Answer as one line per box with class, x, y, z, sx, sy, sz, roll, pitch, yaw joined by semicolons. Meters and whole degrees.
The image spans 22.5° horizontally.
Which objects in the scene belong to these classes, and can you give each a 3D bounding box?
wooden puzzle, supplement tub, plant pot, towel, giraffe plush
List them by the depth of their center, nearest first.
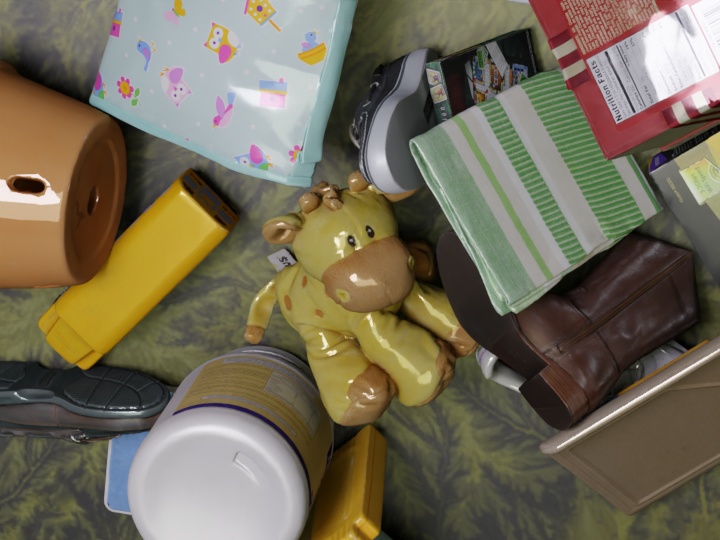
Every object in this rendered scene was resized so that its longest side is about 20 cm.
towel;0.140;-0.070;1.412;0.023;0.200;0.153;-27;93;52
giraffe plush;0.000;0.000;1.442;0.200;0.173;0.162;33;150;18
plant pot;-0.276;-0.068;1.455;0.140;0.200;0.201;11;108;11
wooden puzzle;0.258;0.121;1.477;0.185;0.200;0.037;-33;56;16
supplement tub;-0.100;0.152;1.492;0.145;0.200;0.146;2;107;8

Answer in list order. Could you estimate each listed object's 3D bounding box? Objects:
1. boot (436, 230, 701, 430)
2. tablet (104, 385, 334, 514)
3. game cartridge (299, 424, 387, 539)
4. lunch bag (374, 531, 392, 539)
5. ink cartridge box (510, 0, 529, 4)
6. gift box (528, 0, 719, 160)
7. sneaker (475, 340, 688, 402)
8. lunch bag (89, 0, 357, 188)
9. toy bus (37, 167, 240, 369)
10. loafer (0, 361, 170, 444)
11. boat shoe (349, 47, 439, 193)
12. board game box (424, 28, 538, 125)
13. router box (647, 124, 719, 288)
boot;0.174;0.005;1.454;0.187;0.200;0.064;56;147;-4
tablet;-0.127;0.170;1.614;0.199;0.014;0.131;9;108;6
game cartridge;-0.061;0.233;1.524;0.200;0.176;0.032;-42;105;17
lunch bag;-0.015;0.333;1.588;0.170;0.122;0.200;37;119;-7
ink cartridge box;0.069;-0.321;1.420;0.199;0.043;0.199;10;109;6
gift box;0.259;-0.191;1.342;0.200;0.187;0.185;-23;88;28
sneaker;0.189;0.090;1.501;0.199;0.100;0.075;11;112;4
lunch bag;-0.094;-0.173;1.420;0.200;0.122;0.171;27;111;29
toy bus;-0.192;0.004;1.536;0.065;0.078;0.200;45;107;-7
loafer;-0.253;0.122;1.586;0.199;0.072;0.063;6;121;20
boat shoe;0.024;-0.113;1.412;0.056;0.200;0.069;-12;115;20
board game box;0.115;-0.085;1.462;0.023;0.105;0.201;4;112;48
router box;0.349;-0.042;1.463;0.157;0.052;0.200;-31;101;16
